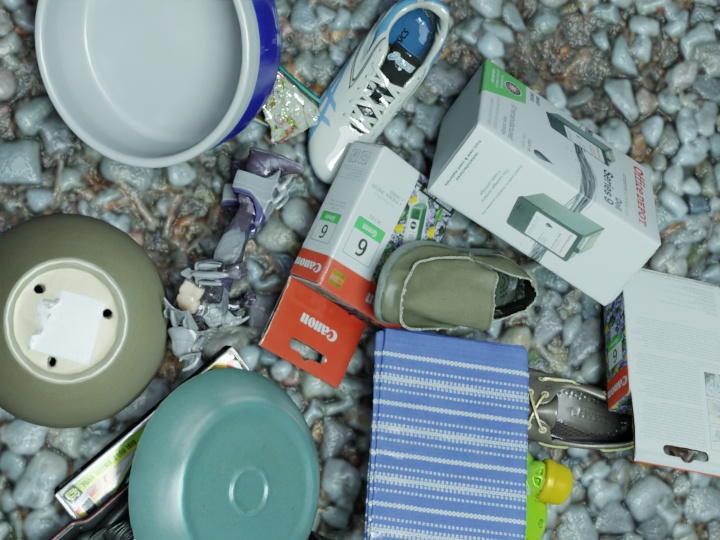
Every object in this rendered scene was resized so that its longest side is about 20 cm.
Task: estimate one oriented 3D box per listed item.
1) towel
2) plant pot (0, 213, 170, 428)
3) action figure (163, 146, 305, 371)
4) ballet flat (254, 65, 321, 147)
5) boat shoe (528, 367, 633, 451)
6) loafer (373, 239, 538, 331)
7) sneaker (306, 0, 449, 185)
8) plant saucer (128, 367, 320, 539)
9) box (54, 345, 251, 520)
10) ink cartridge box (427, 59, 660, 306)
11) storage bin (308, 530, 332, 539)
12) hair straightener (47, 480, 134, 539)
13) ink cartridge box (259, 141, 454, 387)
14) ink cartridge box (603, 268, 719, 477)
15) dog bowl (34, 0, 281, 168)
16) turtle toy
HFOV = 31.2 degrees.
[{"bbox_3d":[0.075,0.152,1.114,0.142,0.024,0.203,8,70,-9],"label":"towel"},{"bbox_3d":[-0.238,0.041,1.046,0.184,0.200,0.191,0,88,-14],"label":"plant pot"},{"bbox_3d":[-0.116,-0.006,1.121,0.069,0.130,0.202,22,75,-1],"label":"action figure"},{"bbox_3d":[-0.121,-0.190,1.151,0.200,0.076,0.064,43,96,-5],"label":"ballet flat"},{"bbox_3d":[0.177,0.131,1.214,0.197,0.059,0.073,12,85,-13],"label":"boat shoe"},{"bbox_3d":[0.090,0.015,1.144,0.198,0.069,0.076,-9,112,-47],"label":"loafer"},{"bbox_3d":[0.015,-0.169,1.181,0.071,0.072,0.202,33,82,-12],"label":"sneaker"},{"bbox_3d":[-0.101,0.184,1.083,0.198,0.036,0.203,3,85,-42],"label":"plant saucer"},{"bbox_3d":[-0.160,0.172,1.144,0.199,0.035,0.111,-40,97,-12],"label":"box"},{"bbox_3d":[0.168,-0.081,1.170,0.198,0.147,0.084,32,121,-11],"label":"ink cartridge box"},{"bbox_3d":[-0.018,0.311,1.088,0.093,0.200,0.137,26,82,-11],"label":"storage bin"},{"bbox_3d":[-0.204,0.226,1.079,0.199,0.077,0.041,-37,129,-17],"label":"hair straightener"},{"bbox_3d":[0.000,0.000,1.153,0.108,0.050,0.202,32,80,-39],"label":"ink cartridge box"},{"bbox_3d":[0.287,0.101,1.204,0.107,0.050,0.203,12,58,-13],"label":"ink cartridge box"},{"bbox_3d":[-0.169,-0.193,1.084,0.197,0.079,0.203,5,106,17],"label":"dog bowl"},{"bbox_3d":[0.099,0.236,1.166,0.144,0.101,0.203,19,76,-10],"label":"turtle toy"}]
